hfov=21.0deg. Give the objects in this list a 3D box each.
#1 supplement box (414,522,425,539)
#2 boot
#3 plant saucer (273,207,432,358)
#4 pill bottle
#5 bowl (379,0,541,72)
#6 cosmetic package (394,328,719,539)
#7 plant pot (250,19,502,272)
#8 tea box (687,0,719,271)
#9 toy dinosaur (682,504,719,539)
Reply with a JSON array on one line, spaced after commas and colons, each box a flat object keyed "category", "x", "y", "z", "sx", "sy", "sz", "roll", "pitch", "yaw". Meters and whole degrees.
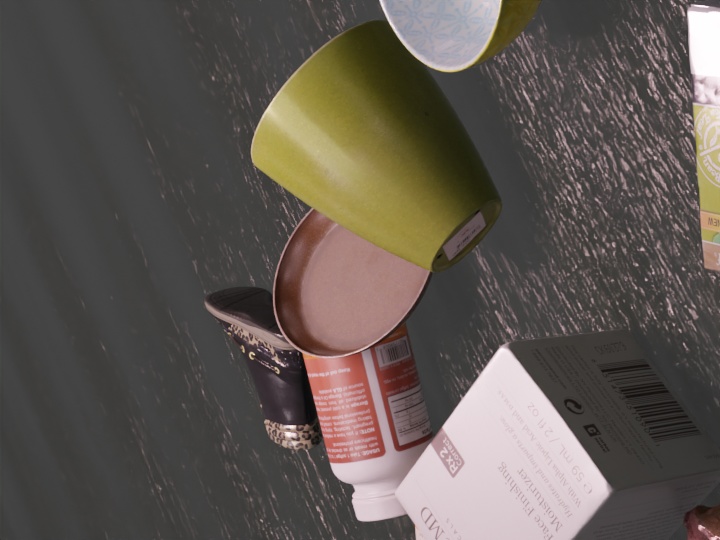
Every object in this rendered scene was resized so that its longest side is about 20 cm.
[{"category": "supplement box", "x": 0.126, "y": 0.303, "z": 1.854, "sx": 0.073, "sy": 0.126, "sz": 0.201, "roll": 35, "pitch": 141, "yaw": 46}, {"category": "boot", "x": -0.111, "y": 0.110, "z": 2.235, "sx": 0.203, "sy": 0.073, "sz": 0.154, "roll": 25, "pitch": 127, "yaw": 54}, {"category": "plant saucer", "x": 0.000, "y": 0.000, "z": 1.942, "sx": 0.200, "sy": 0.032, "sz": 0.201, "roll": -20, "pitch": 54, "yaw": 31}, {"category": "pill bottle", "x": 0.013, "y": 0.150, "z": 2.006, "sx": 0.112, "sy": 0.112, "sz": 0.201, "roll": -8, "pitch": 97, "yaw": 59}, {"category": "bowl", "x": 0.104, "y": -0.277, "z": 1.660, "sx": 0.200, "sy": 0.107, "sz": 0.201, "roll": 33, "pitch": 130, "yaw": 49}, {"category": "cosmetic package", "x": 0.170, "y": 0.179, "z": 1.665, "sx": 0.165, "sy": 0.165, "sz": 0.200, "roll": 54, "pitch": 129, "yaw": 29}, {"category": "plant pot", "x": 0.033, "y": -0.099, "z": 1.822, "sx": 0.200, "sy": 0.187, "sz": 0.187, "roll": 45, "pitch": 141, "yaw": 17}, {"category": "tea box", "x": 0.342, "y": -0.091, "z": 1.327, "sx": 0.200, "sy": 0.133, "sz": 0.197, "roll": 15, "pitch": 117, "yaw": 56}, {"category": "toy dinosaur", "x": 0.303, "y": 0.228, "z": 1.540, "sx": 0.200, "sy": 0.135, "sz": 0.086, "roll": 35, "pitch": 132, "yaw": 48}]
